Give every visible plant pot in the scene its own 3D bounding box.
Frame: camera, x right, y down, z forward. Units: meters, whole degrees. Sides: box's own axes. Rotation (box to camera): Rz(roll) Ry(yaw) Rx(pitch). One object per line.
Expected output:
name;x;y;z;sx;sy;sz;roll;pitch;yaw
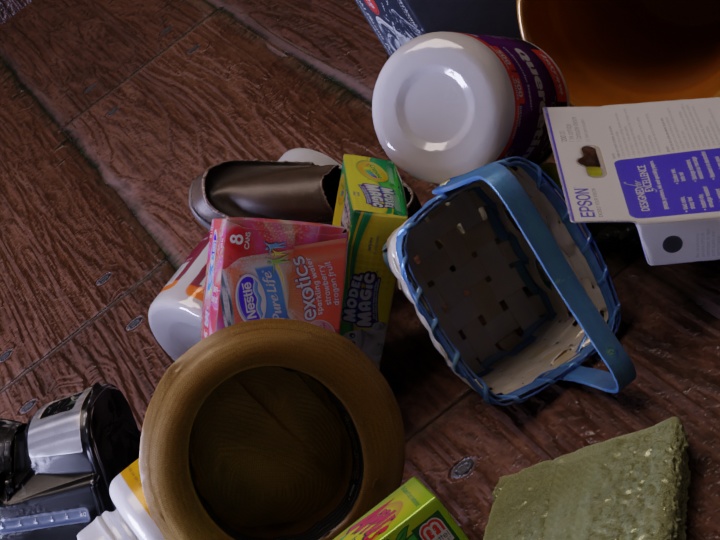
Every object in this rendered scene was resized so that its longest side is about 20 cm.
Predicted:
plant pot;0.254;-0.238;1.710;0.199;0.201;0.183;-21;11;31

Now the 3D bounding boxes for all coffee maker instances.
coffee maker;-0.266;0.193;1.648;0.198;0.193;0.135;-9;37;16

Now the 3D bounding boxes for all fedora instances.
fedora;-0.067;0.121;1.426;0.200;0.201;0.082;-38;23;-7

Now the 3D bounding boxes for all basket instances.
basket;0.105;0.004;1.444;0.139;0.177;0.200;-33;11;-11

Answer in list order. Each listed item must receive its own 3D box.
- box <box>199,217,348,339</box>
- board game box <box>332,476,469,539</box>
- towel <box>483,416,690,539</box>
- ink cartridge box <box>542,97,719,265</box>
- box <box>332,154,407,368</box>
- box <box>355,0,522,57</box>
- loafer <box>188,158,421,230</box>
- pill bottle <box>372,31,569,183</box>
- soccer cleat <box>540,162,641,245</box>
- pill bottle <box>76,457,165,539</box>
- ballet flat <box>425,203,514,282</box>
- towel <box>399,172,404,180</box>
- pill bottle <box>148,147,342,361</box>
box;-0.069;0.012;1.568;0.094;0.104;0.200;6;1;-7
board game box;-0.023;0.219;1.339;0.200;0.048;0.102;-38;4;-4
towel;0.136;0.172;1.258;0.148;0.037;0.200;-24;25;24
ink cartridge box;0.237;-0.068;1.462;0.198;0.044;0.199;-3;28;1
box;0.000;0.000;1.597;0.048;0.201;0.118;8;23;-8
box;0.089;-0.218;1.858;0.104;0.201;0.182;-37;22;-8
loafer;-0.042;-0.064;1.692;0.198;0.071;0.074;4;60;-6
pill bottle;0.094;-0.126;1.590;0.112;0.113;0.200;-25;-5;24
soccer cleat;0.195;-0.053;1.599;0.083;0.065;0.200;-12;9;-22
pill bottle;-0.109;0.164;1.521;0.200;0.110;0.109;-38;23;-7
ballet flat;0.091;-0.039;1.690;0.068;0.063;0.200;-38;23;-5
towel;-0.045;-0.009;1.881;0.143;0.023;0.201;-17;31;33
pill bottle;-0.082;-0.003;1.759;0.114;0.114;0.200;-5;41;51
